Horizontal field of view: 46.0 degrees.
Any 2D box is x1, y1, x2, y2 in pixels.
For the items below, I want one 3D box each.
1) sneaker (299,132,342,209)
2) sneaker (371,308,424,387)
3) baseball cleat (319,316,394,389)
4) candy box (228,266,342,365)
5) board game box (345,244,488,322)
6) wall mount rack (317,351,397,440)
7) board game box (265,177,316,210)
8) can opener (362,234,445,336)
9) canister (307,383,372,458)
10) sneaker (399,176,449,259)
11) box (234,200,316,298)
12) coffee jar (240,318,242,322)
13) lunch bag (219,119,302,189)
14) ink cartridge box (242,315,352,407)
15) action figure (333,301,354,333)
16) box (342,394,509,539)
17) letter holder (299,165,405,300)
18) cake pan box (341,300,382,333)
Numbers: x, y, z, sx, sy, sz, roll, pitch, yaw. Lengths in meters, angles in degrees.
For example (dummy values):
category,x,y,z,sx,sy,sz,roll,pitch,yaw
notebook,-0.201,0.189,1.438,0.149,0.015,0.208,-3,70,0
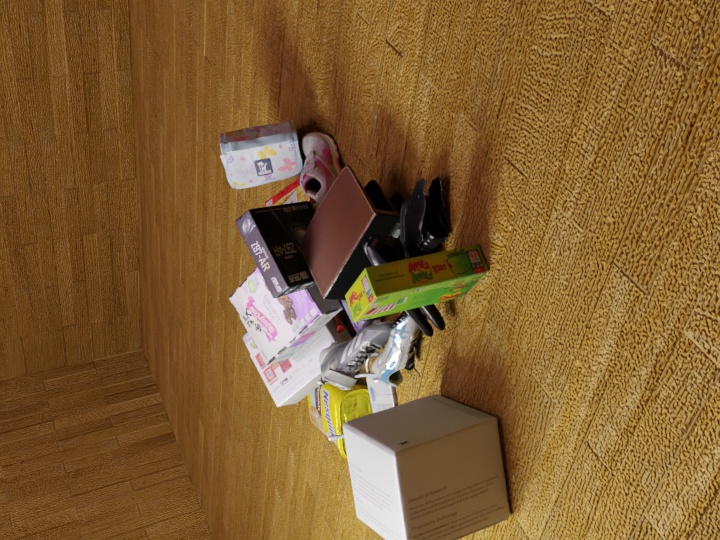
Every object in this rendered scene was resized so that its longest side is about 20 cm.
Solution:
category,x,y,z,sx,sy,sz,roll,pitch,yaw
sneaker,-0.084,-0.200,1.700,0.202,0.087,0.082,62,150,34
sneaker,0.080,0.131,1.525,0.072,0.072,0.202,33,133,11
baseball cleat,-0.001,0.168,1.621,0.199,0.069,0.108,-31,49,38
candy box,-0.153,0.065,1.698,0.200,0.071,0.169,-43,73,35
board game box,0.085,0.019,1.288,0.048,0.197,0.102,70,154,18
wall mount rack,0.006,0.268,1.677,0.172,0.074,0.204,-8,93,45
board game box,-0.136,-0.084,1.783,0.150,0.046,0.204,-30,54,38
can opener,0.068,0.026,1.385,0.063,0.079,0.201,-20,112,42
canister,-0.044,0.300,1.830,0.199,0.085,0.152,-159,61,-64
sneaker,0.104,-0.051,1.385,0.104,0.059,0.204,-161,66,-67
box,-0.128,-0.044,1.589,0.043,0.199,0.162,-33,81,31
coffee jar,-0.164,0.071,1.849,0.104,0.198,0.086,46,-162,-36
lunch bag,-0.212,-0.246,1.806,0.200,0.166,0.130,145,113,-83
ink cartridge box,-0.129,0.157,1.798,0.199,0.083,0.177,-39,72,21
action figure,-0.058,0.028,1.770,0.052,0.064,0.202,107,143,-58
box,0.103,0.323,1.380,0.198,0.197,0.175,9,110,65
letter holder,-0.010,-0.068,1.510,0.201,0.099,0.143,-57,46,31
cake pan box,0.000,0.000,1.649,0.186,0.051,0.202,109,142,-51
